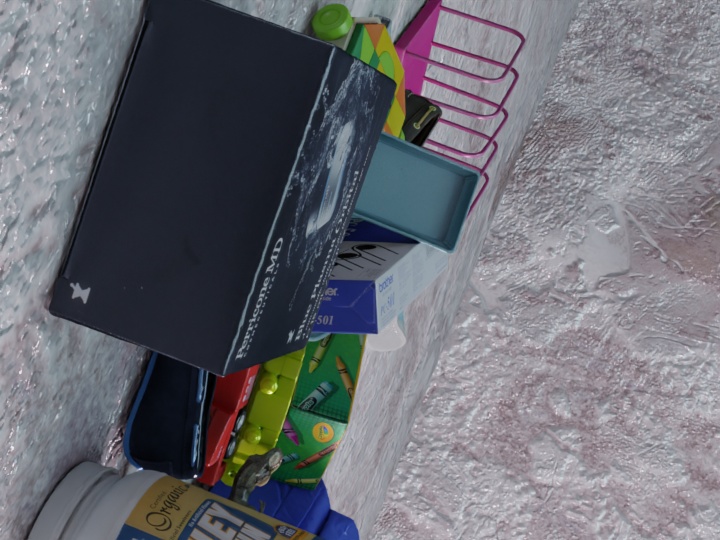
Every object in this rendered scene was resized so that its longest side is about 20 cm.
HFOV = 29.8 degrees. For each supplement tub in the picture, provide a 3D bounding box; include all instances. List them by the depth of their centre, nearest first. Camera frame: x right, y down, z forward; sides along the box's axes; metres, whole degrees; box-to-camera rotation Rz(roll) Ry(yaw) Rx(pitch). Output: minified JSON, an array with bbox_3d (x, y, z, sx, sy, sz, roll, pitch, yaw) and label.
[{"bbox_3d":[-0.117,0.221,0.906,0.145,0.199,0.145,20,90,-81],"label":"supplement tub"}]

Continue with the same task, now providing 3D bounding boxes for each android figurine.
[{"bbox_3d":[-0.085,0.106,1.217,0.200,0.041,0.183,-100,-151,-81],"label":"android figurine"}]

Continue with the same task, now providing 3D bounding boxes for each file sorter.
[{"bbox_3d":[0.097,-0.174,1.520,0.139,0.125,0.201,-57,164,-50],"label":"file sorter"}]

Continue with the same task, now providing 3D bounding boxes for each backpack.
[{"bbox_3d":[-0.100,0.304,1.285,0.163,0.167,0.201,-45,158,-53],"label":"backpack"}]

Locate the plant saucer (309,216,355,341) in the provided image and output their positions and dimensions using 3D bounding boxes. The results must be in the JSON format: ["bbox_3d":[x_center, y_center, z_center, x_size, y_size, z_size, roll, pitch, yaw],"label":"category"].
[{"bbox_3d":[-0.044,-0.041,1.151,0.200,0.036,0.201,8,90,-67],"label":"plant saucer"}]

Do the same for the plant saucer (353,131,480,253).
[{"bbox_3d":[-0.002,-0.077,1.045,0.019,0.199,0.070,16,-94,65],"label":"plant saucer"}]

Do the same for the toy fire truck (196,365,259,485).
[{"bbox_3d":[-0.135,0.129,1.068,0.141,0.049,0.201,-27,136,-77],"label":"toy fire truck"}]

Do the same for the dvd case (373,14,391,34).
[{"bbox_3d":[-0.017,-0.125,1.296,0.146,0.022,0.201,92,21,-61],"label":"dvd case"}]

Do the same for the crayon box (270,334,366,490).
[{"bbox_3d":[-0.037,0.091,1.287,0.119,0.058,0.201,114,-9,-47],"label":"crayon box"}]

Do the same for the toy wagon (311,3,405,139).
[{"bbox_3d":[-0.013,-0.110,1.102,0.155,0.039,0.201,61,40,-49],"label":"toy wagon"}]

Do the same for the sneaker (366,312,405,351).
[{"bbox_3d":[0.015,0.029,1.703,0.200,0.073,0.082,80,1,-62],"label":"sneaker"}]

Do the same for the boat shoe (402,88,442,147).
[{"bbox_3d":[0.019,-0.095,1.313,0.072,0.060,0.202,92,21,-61],"label":"boat shoe"}]

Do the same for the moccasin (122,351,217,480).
[{"bbox_3d":[-0.110,0.057,1.000,0.080,0.068,0.201,16,92,-80],"label":"moccasin"}]

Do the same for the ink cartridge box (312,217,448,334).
[{"bbox_3d":[0.000,0.000,1.076,0.200,0.093,0.044,-39,128,-67],"label":"ink cartridge box"}]

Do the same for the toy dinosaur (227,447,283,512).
[{"bbox_3d":[-0.111,0.246,1.134,0.088,0.047,0.201,80,24,-70],"label":"toy dinosaur"}]

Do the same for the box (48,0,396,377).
[{"bbox_3d":[-0.076,-0.052,0.839,0.200,0.117,0.198,-8,118,-78],"label":"box"}]
